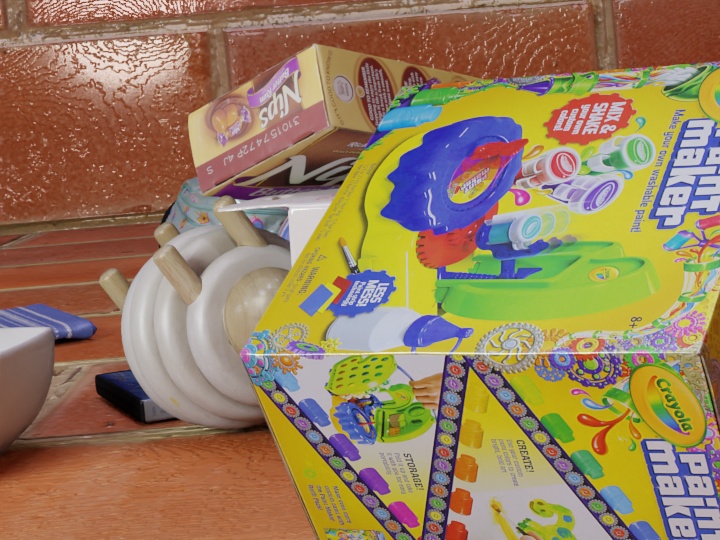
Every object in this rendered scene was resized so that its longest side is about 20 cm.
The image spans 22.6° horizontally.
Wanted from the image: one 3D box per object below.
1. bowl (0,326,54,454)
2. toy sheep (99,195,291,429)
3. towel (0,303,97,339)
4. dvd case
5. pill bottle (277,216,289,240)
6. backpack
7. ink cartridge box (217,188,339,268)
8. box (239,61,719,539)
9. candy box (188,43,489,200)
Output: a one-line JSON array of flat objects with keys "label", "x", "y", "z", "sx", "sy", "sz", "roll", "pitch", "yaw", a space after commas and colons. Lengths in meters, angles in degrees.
[{"label": "bowl", "x": -0.293, "y": 0.084, "z": 1.057, "sx": 0.199, "sy": 0.075, "sz": 0.200, "roll": -3, "pitch": 5, "yaw": 17}, {"label": "toy sheep", "x": -0.085, "y": 0.033, "z": 1.104, "sx": 0.138, "sy": 0.138, "sz": 0.200, "roll": -8, "pitch": -3, "yaw": -26}, {"label": "towel", "x": -0.350, "y": 0.062, "z": 1.608, "sx": 0.200, "sy": 0.024, "sz": 0.145, "roll": -10, "pitch": 10, "yaw": -29}, {"label": "dvd case", "x": -0.072, "y": 0.074, "z": 1.249, "sx": 0.200, "sy": 0.018, "sz": 0.143, "roll": -8, "pitch": 6, "yaw": -20}, {"label": "pill bottle", "x": 0.000, "y": 0.000, "z": 1.270, "sx": 0.112, "sy": 0.112, "sz": 0.200, "roll": -5, "pitch": 6, "yaw": -6}, {"label": "backpack", "x": -0.121, "y": -0.028, "z": 1.765, "sx": 0.167, "sy": 0.127, "sz": 0.200, "roll": -2, "pitch": 8, "yaw": -9}, {"label": "ink cartridge box", "x": 0.032, "y": -0.012, "z": 1.001, "sx": 0.200, "sy": 0.067, "sz": 0.117, "roll": -2, "pitch": 6, "yaw": 14}, {"label": "box", "x": 0.086, "y": 0.017, "z": 0.776, "sx": 0.192, "sy": 0.122, "sz": 0.200, "roll": -2, "pitch": 37, "yaw": 26}, {"label": "candy box", "x": 0.009, "y": -0.080, "z": 1.100, "sx": 0.117, "sy": 0.057, "sz": 0.200, "roll": -23, "pitch": -18, "yaw": 41}]
